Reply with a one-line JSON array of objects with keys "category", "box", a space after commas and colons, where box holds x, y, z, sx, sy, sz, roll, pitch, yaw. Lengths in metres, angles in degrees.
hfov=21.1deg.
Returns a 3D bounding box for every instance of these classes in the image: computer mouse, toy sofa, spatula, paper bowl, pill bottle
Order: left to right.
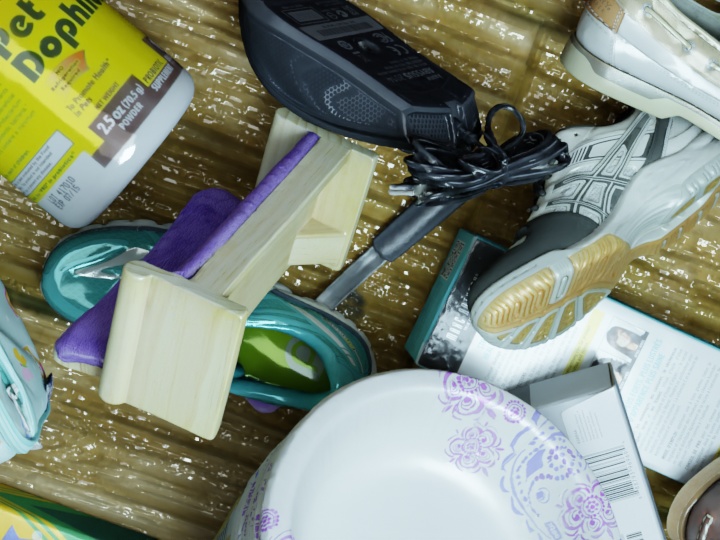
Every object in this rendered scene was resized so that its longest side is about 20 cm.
[{"category": "pill bottle", "box": [-0.195, -0.122, 1.036, 0.200, 0.109, 0.109, 39, 91, -11]}, {"category": "toy sofa", "box": [-0.074, -0.009, 1.015, 0.098, 0.200, 0.083, 24, 125, 9]}, {"category": "spatula", "box": [0.000, 0.000, 1.122, 0.200, 0.021, 0.057, -42, 95, -1]}, {"category": "computer mouse", "box": [0.004, -0.091, 1.053, 0.200, 0.138, 0.053, 39, 120, 24]}, {"category": "paper bowl", "box": [0.028, 0.161, 1.006, 0.201, 0.104, 0.201, 11, 60, -19]}]

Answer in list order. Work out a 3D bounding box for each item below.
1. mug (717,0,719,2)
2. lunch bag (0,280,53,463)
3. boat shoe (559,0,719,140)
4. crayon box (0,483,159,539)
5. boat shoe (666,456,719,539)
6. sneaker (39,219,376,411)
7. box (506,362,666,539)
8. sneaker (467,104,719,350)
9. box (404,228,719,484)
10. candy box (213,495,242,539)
[{"category": "mug", "box": [0.251, -0.232, 1.075, 0.175, 0.148, 0.200, 36, 122, -5]}, {"category": "lunch bag", "box": [-0.233, 0.018, 1.024, 0.077, 0.160, 0.200, -28, 99, -3]}, {"category": "boat shoe", "box": [0.216, -0.111, 1.097, 0.200, 0.075, 0.068, 18, 115, -18]}, {"category": "crayon box", "box": [-0.226, 0.185, 1.103, 0.200, 0.052, 0.126, 21, 94, -9]}, {"category": "boat shoe", "box": [0.271, 0.112, 1.123, 0.200, 0.070, 0.070, -38, 129, -19]}, {"category": "sneaker", "box": [-0.085, 0.027, 1.078, 0.200, 0.080, 0.078, 19, 101, 5]}, {"category": "box", "box": [0.071, 0.154, 1.111, 0.200, 0.041, 0.156, -17, 107, 8]}, {"category": "sneaker", "box": [0.118, -0.031, 1.084, 0.200, 0.076, 0.088, -34, 68, -32]}, {"category": "box", "box": [0.133, 0.054, 1.133, 0.200, 0.049, 0.082, 25, 94, -10]}, {"category": "candy box", "box": [-0.067, 0.240, 1.101, 0.117, 0.056, 0.200, 29, 108, -8]}]
